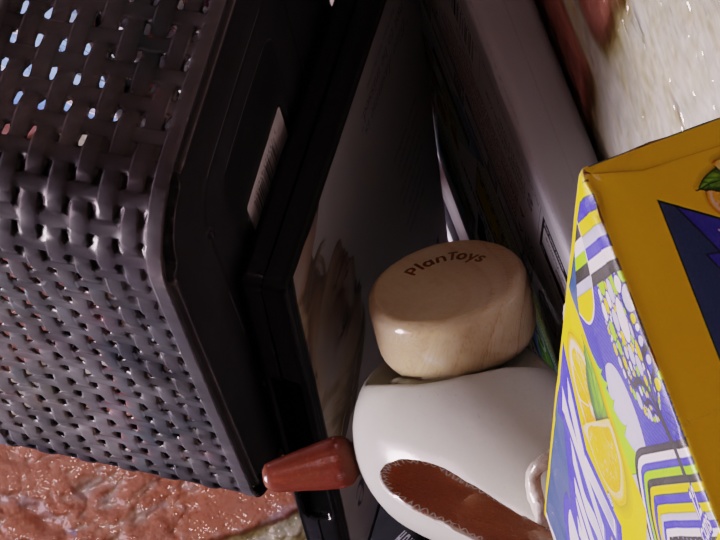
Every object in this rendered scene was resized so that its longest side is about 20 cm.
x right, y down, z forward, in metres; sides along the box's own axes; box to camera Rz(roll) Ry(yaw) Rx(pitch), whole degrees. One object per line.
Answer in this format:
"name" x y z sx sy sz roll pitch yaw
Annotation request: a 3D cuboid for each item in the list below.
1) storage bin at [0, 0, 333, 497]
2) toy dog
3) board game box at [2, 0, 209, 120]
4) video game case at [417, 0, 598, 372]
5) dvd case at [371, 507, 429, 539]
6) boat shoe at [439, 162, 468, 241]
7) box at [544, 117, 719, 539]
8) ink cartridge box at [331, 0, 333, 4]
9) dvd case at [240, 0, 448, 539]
"storage bin" -0.068 -0.030 0.745 0.200 0.093 0.136 77 -154 -63
"toy dog" 0.032 0.072 0.693 0.200 0.096 0.132 -140 27 -77
"board game box" -0.097 -0.099 0.903 0.044 0.199 0.199 -66 -27 -13
"video game case" 0.054 -0.023 0.790 0.182 0.022 0.201 86 165 -71
"dvd case" 0.070 0.156 0.853 0.150 0.025 0.200 50 175 -10
"boat shoe" 0.026 0.014 0.965 0.072 0.068 0.201 87 165 -73
"box" 0.077 0.040 0.473 0.200 0.064 0.070 82 170 -68
"ink cartridge box" -0.046 -0.072 1.206 0.200 0.115 0.068 95 157 -81
"dvd case" 0.000 0.000 0.814 0.200 0.017 0.143 80 -157 -57
